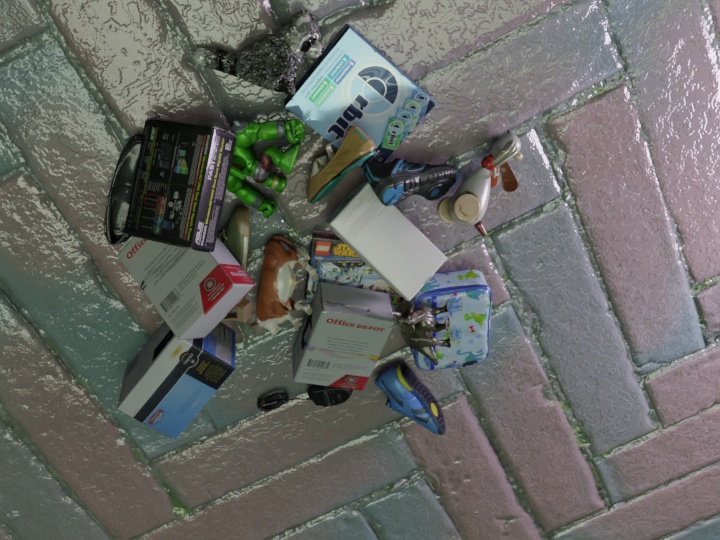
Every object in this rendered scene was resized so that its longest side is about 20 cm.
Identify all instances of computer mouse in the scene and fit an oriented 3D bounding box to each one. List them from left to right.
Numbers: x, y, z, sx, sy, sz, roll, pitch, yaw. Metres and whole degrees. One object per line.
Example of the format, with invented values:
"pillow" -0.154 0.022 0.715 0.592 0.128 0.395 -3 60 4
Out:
"computer mouse" -0.114 0.254 1.654 0.199 0.034 0.059 -8 135 1

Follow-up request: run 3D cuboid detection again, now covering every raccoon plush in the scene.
"raccoon plush" -0.159 -0.368 1.296 0.199 0.097 0.134 14 106 -14

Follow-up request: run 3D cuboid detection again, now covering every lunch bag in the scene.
"lunch bag" 0.171 0.100 1.575 0.160 0.083 0.201 -5 125 -7

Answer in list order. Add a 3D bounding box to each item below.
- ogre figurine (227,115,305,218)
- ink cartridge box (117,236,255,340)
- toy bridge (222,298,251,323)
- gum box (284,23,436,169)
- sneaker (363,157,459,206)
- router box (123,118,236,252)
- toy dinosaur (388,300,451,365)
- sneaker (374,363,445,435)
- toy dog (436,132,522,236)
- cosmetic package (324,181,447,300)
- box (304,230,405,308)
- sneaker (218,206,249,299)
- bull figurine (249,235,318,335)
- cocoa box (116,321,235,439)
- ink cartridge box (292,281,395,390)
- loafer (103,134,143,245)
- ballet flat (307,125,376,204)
"ogre figurine" -0.176 -0.185 1.374 0.120 0.098 0.200 16 151 -14
"ink cartridge box" -0.304 -0.002 1.404 0.144 0.084 0.200 -44 75 14
"toy bridge" -0.289 0.057 1.474 0.199 0.027 0.067 18 129 19
"gum box" -0.001 -0.288 1.381 0.200 0.045 0.170 36 108 -22
"sneaker" 0.095 -0.169 1.420 0.200 0.082 0.073 -9 142 -42
"router box" -0.295 -0.141 1.323 0.149 0.062 0.201 12 92 29
"toy dinosaur" 0.114 0.107 1.490 0.102 0.077 0.200 -2 149 9
"sneaker" 0.104 0.275 1.678 0.078 0.066 0.200 -29 117 20
"toy dog" 0.231 -0.142 1.444 0.096 0.132 0.200 41 105 -14
"cosmetic package" 0.044 -0.053 1.447 0.108 0.085 0.200 -46 101 -4
"box" 0.000 0.000 1.531 0.199 0.040 0.137 5 117 -11
"sneaker" -0.250 -0.023 1.463 0.090 0.067 0.201 2 123 -12
"bull figurine" -0.145 0.039 1.496 0.121 0.065 0.201 18 113 31
"cocoa box" -0.342 0.188 1.524 0.131 0.133 0.200 34 108 -23
"ink cartridge box" -0.035 0.128 1.538 0.145 0.083 0.200 11 130 -16
"loafer" -0.395 -0.134 1.387 0.068 0.070 0.201 16 113 -16
"ballet flat" -0.044 -0.184 1.393 0.063 0.069 0.200 54 137 -1
